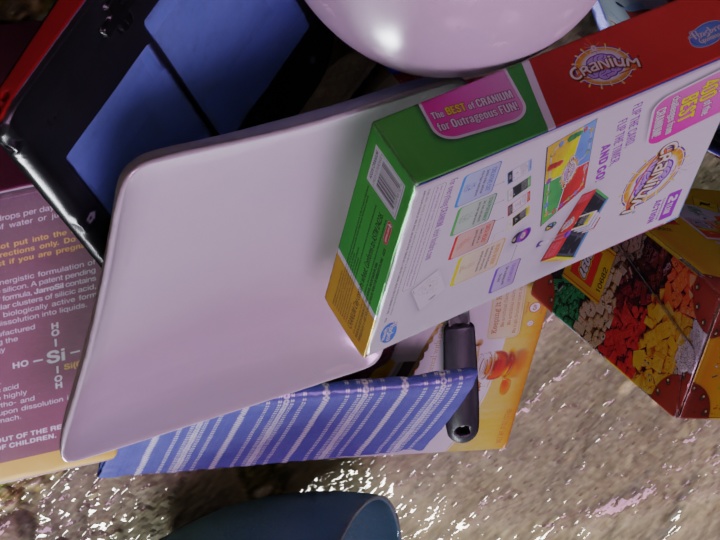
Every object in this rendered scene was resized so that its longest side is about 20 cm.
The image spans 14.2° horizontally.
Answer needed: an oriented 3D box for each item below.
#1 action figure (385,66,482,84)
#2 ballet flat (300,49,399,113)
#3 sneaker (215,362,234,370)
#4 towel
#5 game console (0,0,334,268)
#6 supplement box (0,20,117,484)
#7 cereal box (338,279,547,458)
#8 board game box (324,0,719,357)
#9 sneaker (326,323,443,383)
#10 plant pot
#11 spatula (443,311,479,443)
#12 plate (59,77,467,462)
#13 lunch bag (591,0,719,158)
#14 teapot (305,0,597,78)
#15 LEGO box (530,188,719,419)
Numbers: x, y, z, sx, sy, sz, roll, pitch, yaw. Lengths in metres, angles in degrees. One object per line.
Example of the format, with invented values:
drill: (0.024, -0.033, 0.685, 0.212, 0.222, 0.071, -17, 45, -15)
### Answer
action figure: (0.008, -0.162, 1.434, 0.051, 0.066, 0.201, -22, 114, 26)
ballet flat: (0.041, -0.114, 1.521, 0.067, 0.063, 0.200, 28, 115, -39)
sneaker: (-0.099, 0.030, 1.547, 0.079, 0.130, 0.200, 8, 128, -27)
towel: (-0.047, 0.080, 1.591, 0.199, 0.024, 0.145, -4, 164, -12)
game console: (-0.088, -0.092, 1.374, 0.177, 0.031, 0.200, -59, 151, -15)
supplement box: (-0.190, -0.006, 1.477, 0.103, 0.131, 0.201, -12, 135, -15)
cereal box: (0.004, 0.045, 1.669, 0.199, 0.040, 0.145, -3, 130, -20)
board game box: (0.086, -0.047, 1.420, 0.199, 0.040, 0.153, -23, 154, -24)
sneaker: (0.000, 0.000, 1.537, 0.090, 0.075, 0.201, -2, 138, -22)
plant pot: (-0.068, 0.220, 1.720, 0.134, 0.201, 0.201, 10, 137, 17)
spatula: (0.056, 0.022, 1.629, 0.056, 0.021, 0.201, -6, 132, -2)
plate: (-0.054, -0.007, 1.416, 0.199, 0.032, 0.200, -17, 142, -33)
lunch bag: (0.216, -0.114, 1.506, 0.124, 0.170, 0.200, -48, 142, -17)
teapot: (0.057, -0.192, 1.347, 0.200, 0.198, 0.146, -31, -171, -37)
LEGO box: (0.223, 0.018, 1.635, 0.199, 0.149, 0.078, 3, 115, -34)
